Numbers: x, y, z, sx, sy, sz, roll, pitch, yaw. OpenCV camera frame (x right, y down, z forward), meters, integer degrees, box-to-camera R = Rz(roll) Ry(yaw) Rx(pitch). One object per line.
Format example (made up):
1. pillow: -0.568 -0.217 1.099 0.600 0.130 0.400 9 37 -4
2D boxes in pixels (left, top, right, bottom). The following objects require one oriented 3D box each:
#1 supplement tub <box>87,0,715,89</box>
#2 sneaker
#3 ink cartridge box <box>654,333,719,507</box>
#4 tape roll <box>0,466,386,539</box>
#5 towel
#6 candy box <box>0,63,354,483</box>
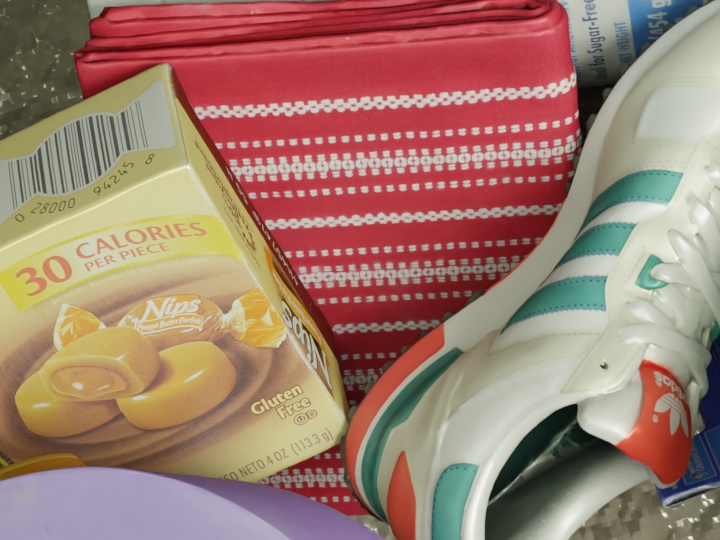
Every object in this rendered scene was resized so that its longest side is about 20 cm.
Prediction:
1. supplement tub: 0.021 -0.115 0.847 0.198 0.132 0.133 -9 88 8
2. sneaker: 0.082 0.014 0.772 0.070 0.093 0.200 37 98 -34
3. ink cartridge box: 0.164 -0.009 0.831 0.199 0.119 0.042 -29 111 8
4. tape roll: -0.058 0.154 0.740 0.198 0.085 0.202 -3 82 20
5. towel: 0.000 0.000 0.843 0.143 0.023 0.201 -3 132 8
6. candy box: -0.116 0.036 0.805 0.199 0.055 0.116 -24 127 8
